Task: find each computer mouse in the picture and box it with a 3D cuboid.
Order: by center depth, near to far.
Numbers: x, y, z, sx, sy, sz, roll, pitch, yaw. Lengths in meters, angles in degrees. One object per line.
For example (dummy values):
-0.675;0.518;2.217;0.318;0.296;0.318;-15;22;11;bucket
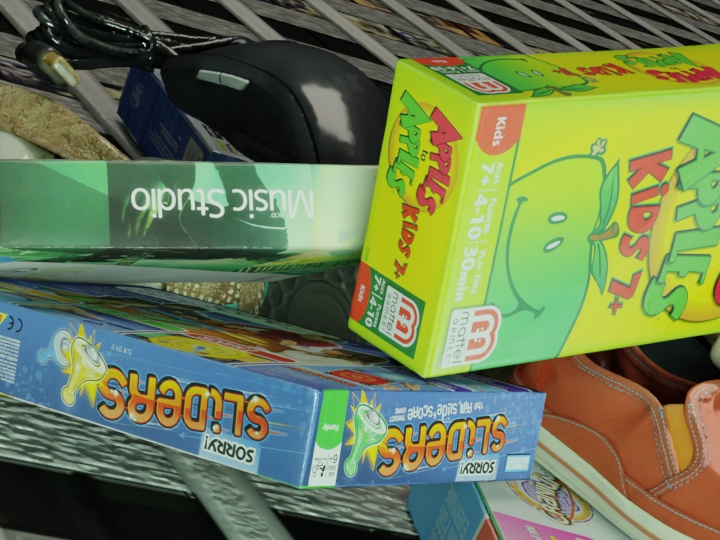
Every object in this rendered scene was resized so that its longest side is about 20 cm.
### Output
-0.069;-0.089;1.152;0.140;0.046;0.200;5;18;-31;computer mouse

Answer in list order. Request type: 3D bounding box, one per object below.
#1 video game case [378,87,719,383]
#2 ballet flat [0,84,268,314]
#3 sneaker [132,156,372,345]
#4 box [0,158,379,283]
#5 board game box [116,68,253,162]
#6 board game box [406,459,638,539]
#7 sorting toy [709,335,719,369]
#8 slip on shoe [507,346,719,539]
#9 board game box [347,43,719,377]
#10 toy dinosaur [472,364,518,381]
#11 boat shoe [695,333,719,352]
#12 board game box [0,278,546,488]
0.093;0.001;1.191;0.200;0.026;0.181;44;-2;-20;video game case
-0.128;-0.027;1.116;0.199;0.071;0.065;25;28;32;ballet flat
0.000;-0.002;1.176;0.202;0.077;0.146;30;19;37;sneaker
-0.098;-0.016;0.970;0.199;0.037;0.144;-2;-4;-23;box
-0.018;-0.049;1.402;0.198;0.044;0.200;15;14;-21;board game box
0.124;0.124;0.951;0.199;0.041;0.153;18;14;-12;board game box
0.221;0.102;1.037;0.185;0.037;0.200;43;4;18;sorting toy
0.129;0.072;0.942;0.074;0.062;0.200;10;18;-44;slip on shoe
0.094;-0.027;0.949;0.199;0.102;0.048;-7;26;-39;board game box
0.087;0.050;1.107;0.102;0.077;0.200;35;17;-3;toy dinosaur
0.158;-0.010;1.126;0.072;0.072;0.200;42;-4;26;boat shoe
-0.052;0.038;0.934;0.199;0.035;0.135;14;6;38;board game box
